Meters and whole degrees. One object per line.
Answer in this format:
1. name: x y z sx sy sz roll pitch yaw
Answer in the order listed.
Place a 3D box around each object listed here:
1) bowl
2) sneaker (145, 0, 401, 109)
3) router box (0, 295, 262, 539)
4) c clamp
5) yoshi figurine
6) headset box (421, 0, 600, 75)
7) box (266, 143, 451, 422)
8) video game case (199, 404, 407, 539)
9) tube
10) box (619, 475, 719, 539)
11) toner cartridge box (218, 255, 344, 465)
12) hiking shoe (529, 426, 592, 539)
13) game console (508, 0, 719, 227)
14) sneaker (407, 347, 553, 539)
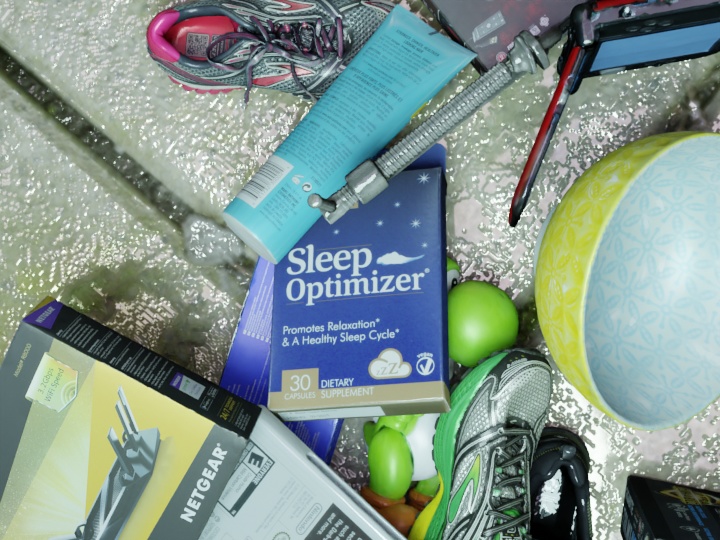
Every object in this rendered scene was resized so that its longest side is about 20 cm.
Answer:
1. bowl: 0.182 -0.002 0.860 0.107 0.199 0.202 21 92 50
2. sneaker: -0.058 -0.161 0.920 0.197 0.075 0.082 -3 88 6
3. router box: -0.175 0.141 0.805 0.156 0.052 0.202 27 108 -2
4. c clamp: 0.053 -0.091 0.789 0.199 0.171 0.027 -39 90 -1
5. yoshi figurine: 0.061 0.089 0.889 0.110 0.112 0.203 6 88 0
6. headset box: 0.091 -0.254 0.903 0.148 0.075 0.201 -38 85 6
7. box: 0.000 0.000 0.863 0.119 0.032 0.202 -5 64 13
8. video game case: -0.057 0.221 0.834 0.181 0.023 0.201 41 110 11
9. tube: -0.012 -0.095 0.863 0.077 0.050 0.200 37 80 23
10. box: 0.273 0.187 0.810 0.196 0.200 0.050 8 92 8
11. toner cartridge box: -0.047 0.064 0.930 0.094 0.043 0.202 19 91 8
12. hiking shoe: 0.120 0.212 0.877 0.075 0.101 0.203 6 90 8
13. game console: 0.174 -0.103 0.827 0.170 0.200 0.120 -9 89 6
14. sneaker: 0.090 0.149 0.830 0.077 0.085 0.203 12 96 -29
